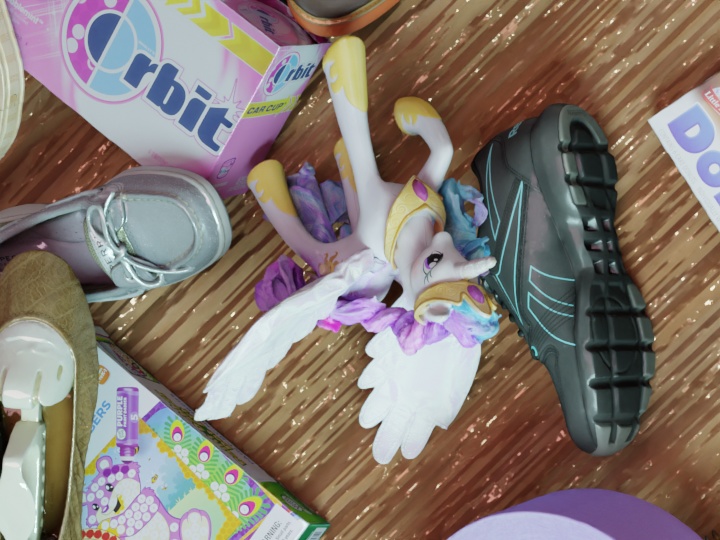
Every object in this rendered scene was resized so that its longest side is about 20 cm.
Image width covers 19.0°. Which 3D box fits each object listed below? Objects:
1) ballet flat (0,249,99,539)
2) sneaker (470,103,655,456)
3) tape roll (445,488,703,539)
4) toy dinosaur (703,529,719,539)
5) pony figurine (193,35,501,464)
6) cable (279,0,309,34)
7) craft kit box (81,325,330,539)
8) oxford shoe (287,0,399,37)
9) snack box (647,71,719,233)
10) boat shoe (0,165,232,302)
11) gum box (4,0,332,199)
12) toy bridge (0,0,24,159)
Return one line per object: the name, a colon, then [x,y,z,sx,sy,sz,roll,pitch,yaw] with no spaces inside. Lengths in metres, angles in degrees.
ballet flat: [-0.190,0.091,1.236,0.068,0.072,0.200,6,101,7]
sneaker: [0.113,0.009,1.224,0.079,0.075,0.200,-15,78,35]
tape roll: [0.117,0.222,1.160,0.200,0.066,0.200,7,101,37]
toy dinosaur: [0.169,0.195,1.195,0.200,0.060,0.106,48,121,22]
pony figurine: [0.000,0.000,1.208,0.193,0.166,0.200,-54,43,35]
cable: [-0.074,-0.210,1.304,0.097,0.050,0.200,-3,84,19]
craft kit box: [-0.153,0.169,1.300,0.197,0.049,0.200,38,97,20]
oxford shoe: [0.041,-0.214,1.241,0.200,0.073,0.071,-42,74,-8]
snack box: [0.244,-0.021,1.198,0.072,0.024,0.200,-34,76,13]
boat shoe: [-0.164,-0.012,1.277,0.202,0.065,0.074,-7,113,34]
gum box: [-0.131,-0.145,1.293,0.200,0.066,0.114,38,114,17]
toy bridge: [-0.237,-0.115,1.308,0.067,0.027,0.200,26,122,23]
